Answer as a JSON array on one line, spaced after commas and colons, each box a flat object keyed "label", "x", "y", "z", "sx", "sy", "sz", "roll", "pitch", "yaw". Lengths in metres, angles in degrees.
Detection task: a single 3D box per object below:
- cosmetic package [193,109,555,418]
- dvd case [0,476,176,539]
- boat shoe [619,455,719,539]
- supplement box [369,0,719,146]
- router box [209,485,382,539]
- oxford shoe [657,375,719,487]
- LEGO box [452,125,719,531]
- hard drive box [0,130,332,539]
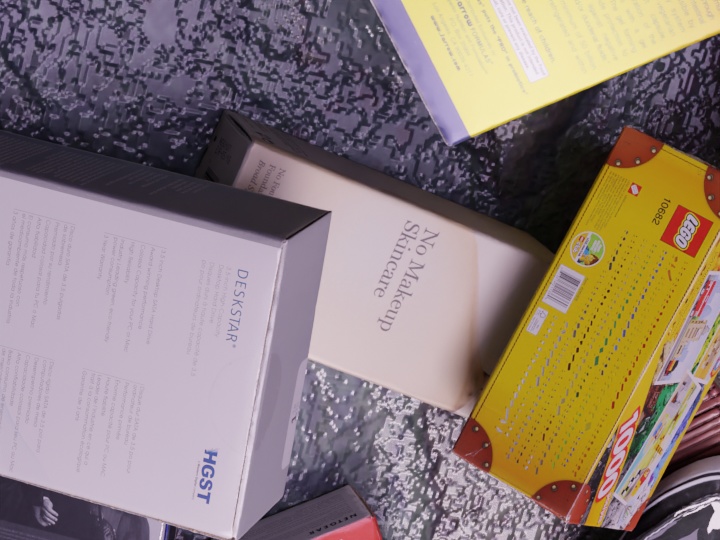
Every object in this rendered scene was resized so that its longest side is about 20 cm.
[{"label": "cosmetic package", "x": 0.000, "y": 0.000, "z": 1.243, "sx": 0.200, "sy": 0.073, "sz": 0.104, "roll": 20, "pitch": 101, "yaw": -21}, {"label": "dvd case", "x": -0.158, "y": 0.052, "z": 1.195, "sx": 0.150, "sy": 0.025, "sz": 0.201, "roll": 13, "pitch": 105, "yaw": 13}, {"label": "boat shoe", "x": 0.160, "y": 0.189, "z": 1.324, "sx": 0.199, "sy": 0.068, "sz": 0.074, "roll": -42, "pitch": 94, "yaw": 21}, {"label": "supplement box", "x": 0.112, "y": -0.166, "z": 1.169, "sx": 0.200, "sy": 0.109, "sz": 0.110, "roll": -22, "pitch": 114, "yaw": 15}, {"label": "router box", "x": -0.065, "y": 0.243, "z": 1.311, "sx": 0.200, "sy": 0.049, "sz": 0.180, "roll": -21, "pitch": 112, "yaw": -10}, {"label": "oxford shoe", "x": 0.217, "y": 0.116, "z": 1.362, "sx": 0.070, "sy": 0.075, "sz": 0.200, "roll": -23, "pitch": 103, "yaw": 31}, {"label": "LEGO box", "x": 0.147, "y": 0.036, "z": 1.248, "sx": 0.077, "sy": 0.149, "sz": 0.200, "roll": 29, "pitch": 93, "yaw": 22}, {"label": "hard drive box", "x": -0.129, "y": 0.028, "z": 1.127, "sx": 0.199, "sy": 0.077, "sz": 0.156, "roll": 15, "pitch": 106, "yaw": 13}]
